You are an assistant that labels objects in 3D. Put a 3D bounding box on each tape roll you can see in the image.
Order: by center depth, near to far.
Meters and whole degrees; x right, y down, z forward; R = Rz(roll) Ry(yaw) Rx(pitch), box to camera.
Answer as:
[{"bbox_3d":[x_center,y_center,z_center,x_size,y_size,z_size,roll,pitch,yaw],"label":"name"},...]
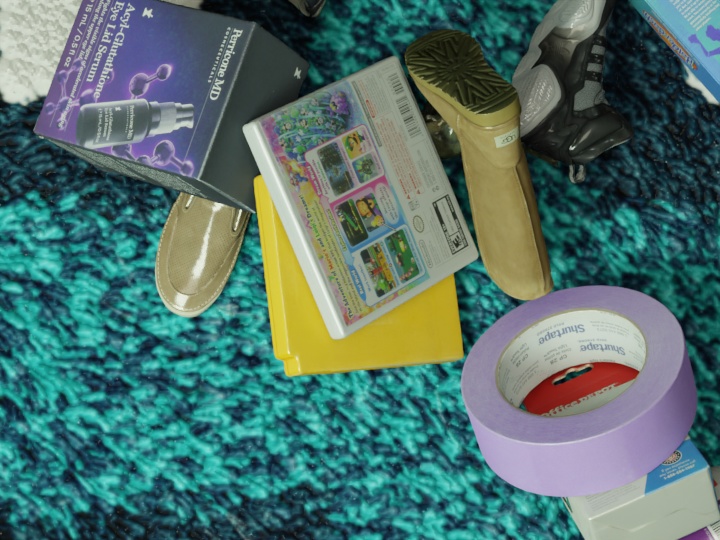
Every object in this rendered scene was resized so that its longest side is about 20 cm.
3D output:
[{"bbox_3d":[0.190,0.102,1.536,0.198,0.201,0.066,-23,125,-3],"label":"tape roll"}]

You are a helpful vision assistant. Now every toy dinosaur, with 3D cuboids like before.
[{"bbox_3d":[0.085,-0.140,1.635,0.197,0.047,0.089,-1,97,-1],"label":"toy dinosaur"}]

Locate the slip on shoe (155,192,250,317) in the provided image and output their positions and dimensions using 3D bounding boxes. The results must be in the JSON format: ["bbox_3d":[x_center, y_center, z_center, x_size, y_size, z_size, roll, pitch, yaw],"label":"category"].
[{"bbox_3d":[-0.134,-0.056,1.615,0.075,0.061,0.202,25,84,2],"label":"slip on shoe"}]

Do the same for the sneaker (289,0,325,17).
[{"bbox_3d":[0.008,-0.294,1.626,0.200,0.077,0.148,16,73,11],"label":"sneaker"}]

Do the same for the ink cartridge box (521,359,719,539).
[{"bbox_3d":[0.223,0.160,1.560,0.115,0.201,0.068,-23,124,-2],"label":"ink cartridge box"}]

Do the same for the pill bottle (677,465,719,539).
[{"bbox_3d":[0.268,0.268,1.559,0.199,0.112,0.113,-31,85,-3],"label":"pill bottle"}]

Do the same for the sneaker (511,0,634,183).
[{"bbox_3d":[0.208,-0.175,1.628,0.114,0.075,0.201,40,64,-20],"label":"sneaker"}]

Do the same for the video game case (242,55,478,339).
[{"bbox_3d":[0.004,-0.067,1.554,0.181,0.024,0.202,-29,100,-37],"label":"video game case"}]

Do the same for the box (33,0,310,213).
[{"bbox_3d":[-0.167,-0.154,1.566,0.198,0.104,0.150,15,83,30],"label":"box"}]

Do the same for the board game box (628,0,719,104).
[{"bbox_3d":[0.346,-0.264,1.649,0.152,0.045,0.200,-40,86,-4],"label":"board game box"}]

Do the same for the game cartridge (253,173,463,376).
[{"bbox_3d":[0.000,0.000,1.572,0.198,0.032,0.179,-2,82,-36],"label":"game cartridge"}]

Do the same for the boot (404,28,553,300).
[{"bbox_3d":[0.105,-0.095,1.576,0.065,0.176,0.202,-21,128,-8],"label":"boot"}]
